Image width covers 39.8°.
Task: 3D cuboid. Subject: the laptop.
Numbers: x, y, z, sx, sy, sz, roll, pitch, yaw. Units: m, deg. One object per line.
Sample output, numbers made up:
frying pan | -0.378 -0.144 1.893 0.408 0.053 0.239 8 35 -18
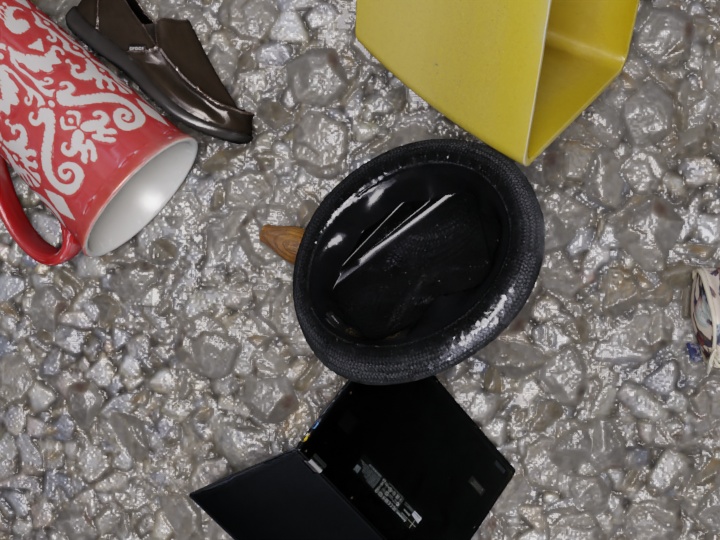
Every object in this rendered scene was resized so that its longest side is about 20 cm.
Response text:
laptop | -0.003 0.184 0.858 0.188 0.115 0.201 49 68 -22

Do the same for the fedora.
fedora | 0.050 0.002 0.746 0.197 0.092 0.204 -10 66 22

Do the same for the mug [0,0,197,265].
mug | -0.269 -0.113 0.847 0.200 0.133 0.178 43 88 4

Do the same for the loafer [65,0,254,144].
loafer | -0.166 -0.185 0.863 0.199 0.073 0.072 38 98 4

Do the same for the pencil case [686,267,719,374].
pencil case | 0.371 0.043 0.809 0.196 0.078 0.091 1 73 6

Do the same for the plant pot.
plant pot | 0.103 -0.234 0.753 0.174 0.200 0.202 24 133 24

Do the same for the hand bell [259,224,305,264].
hand bell | 0.000 0.000 0.858 0.197 0.104 0.106 21 95 17
